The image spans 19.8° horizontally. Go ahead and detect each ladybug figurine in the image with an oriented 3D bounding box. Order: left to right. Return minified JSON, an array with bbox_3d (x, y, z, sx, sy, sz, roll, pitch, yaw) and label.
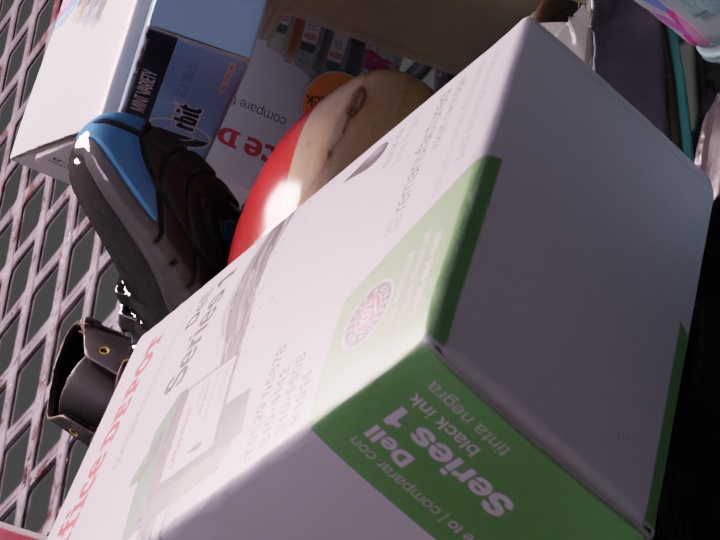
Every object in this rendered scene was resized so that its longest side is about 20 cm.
[{"bbox_3d":[0.000,0.000,0.790,0.071,0.137,0.200,-14,23,23],"label":"ladybug figurine"}]

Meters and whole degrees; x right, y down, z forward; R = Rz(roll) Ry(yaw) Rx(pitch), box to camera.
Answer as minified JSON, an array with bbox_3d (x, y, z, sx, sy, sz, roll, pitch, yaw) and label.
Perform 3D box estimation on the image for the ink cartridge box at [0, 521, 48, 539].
[{"bbox_3d":[-0.163,0.226,0.962,0.147,0.082,0.201,68,-141,-78],"label":"ink cartridge box"}]

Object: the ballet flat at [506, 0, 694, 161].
[{"bbox_3d":[0.082,-0.098,0.744,0.073,0.073,0.202,-26,61,58],"label":"ballet flat"}]

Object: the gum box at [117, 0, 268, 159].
[{"bbox_3d":[-0.052,-0.152,0.861,0.170,0.044,0.201,129,157,-70],"label":"gum box"}]

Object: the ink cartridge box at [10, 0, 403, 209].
[{"bbox_3d":[-0.066,-0.126,1.047,0.144,0.144,0.202,-6,65,64],"label":"ink cartridge box"}]

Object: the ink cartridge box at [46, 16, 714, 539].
[{"bbox_3d":[-0.002,0.044,0.597,0.200,0.084,0.147,-37,21,37],"label":"ink cartridge box"}]

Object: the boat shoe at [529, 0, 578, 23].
[{"bbox_3d":[0.062,-0.012,0.765,0.063,0.073,0.202,-44,30,51],"label":"boat shoe"}]

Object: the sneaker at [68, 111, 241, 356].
[{"bbox_3d":[-0.068,0.032,0.817,0.081,0.201,0.073,-21,22,23],"label":"sneaker"}]

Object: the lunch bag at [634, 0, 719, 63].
[{"bbox_3d":[0.157,-0.157,0.645,0.200,0.077,0.161,-35,29,54],"label":"lunch bag"}]

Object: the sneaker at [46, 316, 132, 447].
[{"bbox_3d":[-0.083,0.085,0.950,0.075,0.106,0.200,-66,23,4],"label":"sneaker"}]

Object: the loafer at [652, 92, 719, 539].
[{"bbox_3d":[0.111,0.034,0.615,0.070,0.068,0.202,-24,52,48],"label":"loafer"}]

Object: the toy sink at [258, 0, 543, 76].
[{"bbox_3d":[0.032,-0.166,0.885,0.200,0.111,0.131,138,150,-74],"label":"toy sink"}]
